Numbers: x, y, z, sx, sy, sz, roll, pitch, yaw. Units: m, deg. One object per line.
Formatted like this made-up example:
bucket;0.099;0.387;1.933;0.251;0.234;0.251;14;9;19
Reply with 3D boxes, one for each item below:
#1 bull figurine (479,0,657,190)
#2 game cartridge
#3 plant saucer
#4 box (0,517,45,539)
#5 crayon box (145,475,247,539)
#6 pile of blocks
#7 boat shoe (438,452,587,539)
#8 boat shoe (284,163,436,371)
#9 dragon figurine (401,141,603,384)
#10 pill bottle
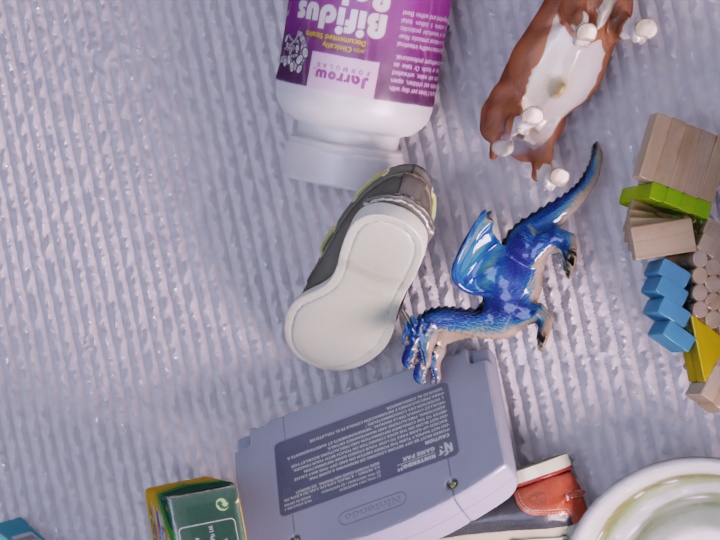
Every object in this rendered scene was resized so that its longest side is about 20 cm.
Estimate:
bull figurine;0.142;-0.152;1.504;0.065;0.121;0.200;20;110;-14
game cartridge;0.009;0.139;1.553;0.200;0.042;0.133;-21;49;14
plant saucer;0.234;0.222;1.507;0.200;0.050;0.200;1;93;20
box;-0.294;0.295;1.725;0.082;0.049;0.200;36;105;17
crayon box;-0.111;0.212;1.569;0.052;0.200;0.126;-10;88;-10
pile of blocks;0.207;-0.003;1.497;0.082;0.062;0.200;-6;87;-20
boat shoe;0.065;0.186;1.567;0.200;0.071;0.063;-21;88;17
boat shoe;0.003;0.001;1.554;0.072;0.060;0.202;25;143;-5
dragon figurine;0.095;-0.007;1.527;0.099;0.059;0.200;21;92;6
pill bottle;0.002;-0.157;1.551;0.112;0.112;0.200;11;96;21
